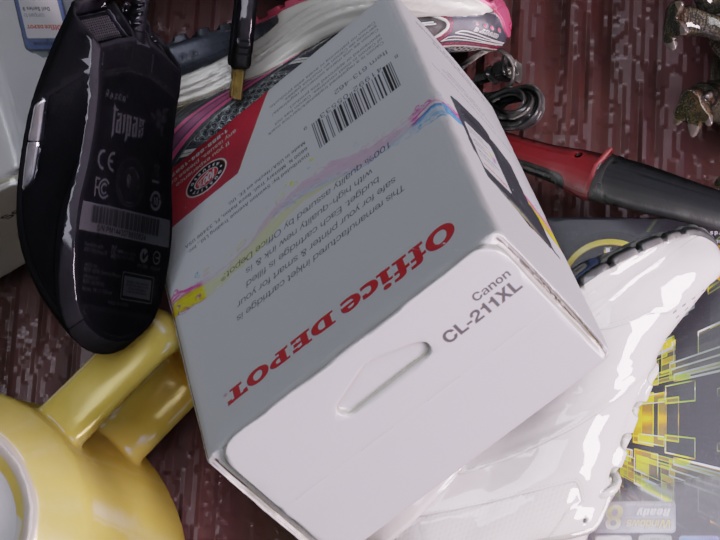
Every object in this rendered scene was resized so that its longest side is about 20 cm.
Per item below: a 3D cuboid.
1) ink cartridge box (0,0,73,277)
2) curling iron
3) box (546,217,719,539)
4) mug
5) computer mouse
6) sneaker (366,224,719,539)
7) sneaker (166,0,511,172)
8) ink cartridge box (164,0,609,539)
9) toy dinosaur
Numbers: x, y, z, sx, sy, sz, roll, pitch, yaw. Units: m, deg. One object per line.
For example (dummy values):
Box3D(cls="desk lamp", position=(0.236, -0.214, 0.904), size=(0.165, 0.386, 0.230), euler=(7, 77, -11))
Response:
Box3D(cls="ink cartridge box", position=(-0.189, -0.101, 1.125), size=(0.145, 0.087, 0.201), euler=(-28, 68, 36))
Box3D(cls="curling iron", position=(0.105, -0.051, 1.096), size=(0.200, 0.026, 0.050), euler=(28, 87, 42))
Box3D(cls="box", position=(0.171, 0.058, 1.093), size=(0.199, 0.049, 0.162), euler=(1, 78, 8))
Box3D(cls="mug", position=(-0.155, 0.099, 1.065), size=(0.149, 0.153, 0.187), euler=(9, 76, 9))
Box3D(cls="computer mouse", position=(-0.094, -0.067, 1.049), size=(0.046, 0.140, 0.201), euler=(3, 91, 29))
Box3D(cls="sneaker", position=(0.082, 0.062, 1.055), size=(0.200, 0.075, 0.087), euler=(-45, 89, 0))
Box3D(cls="sneaker", position=(-0.026, -0.082, 1.143), size=(0.199, 0.081, 0.075), euler=(-18, 89, 9))
Box3D(cls="ink cartridge box", position=(0.000, 0.000, 1.038), size=(0.146, 0.083, 0.200), euler=(-37, 33, 12))
Box3D(cls="toy dinosaur", position=(0.185, -0.080, 1.118), size=(0.200, 0.102, 0.077), euler=(41, 119, 26))
